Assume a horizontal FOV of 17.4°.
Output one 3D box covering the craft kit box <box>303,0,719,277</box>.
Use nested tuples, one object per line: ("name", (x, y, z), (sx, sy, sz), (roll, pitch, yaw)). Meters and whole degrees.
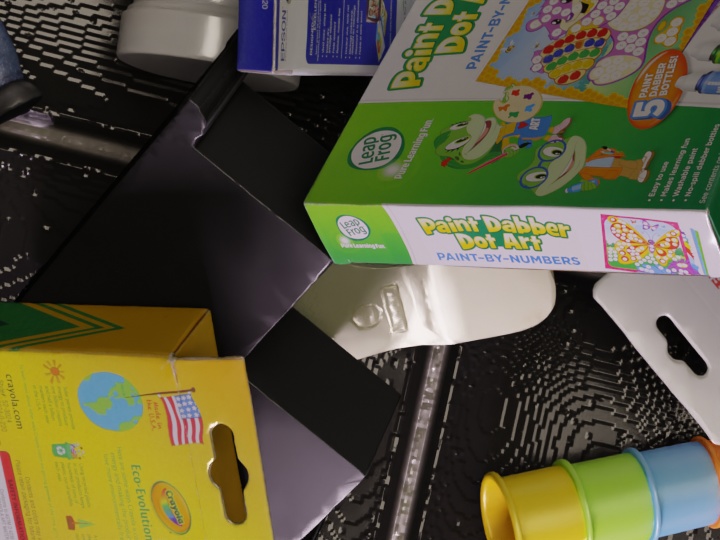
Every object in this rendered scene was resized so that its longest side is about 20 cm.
("craft kit box", (0.100, -0.084, 1.057), (0.049, 0.197, 0.200), (60, 44, -37))

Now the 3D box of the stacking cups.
("stacking cups", (0.167, 0.115, 1.255), (0.199, 0.060, 0.061), (-12, 91, -12))

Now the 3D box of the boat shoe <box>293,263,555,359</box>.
("boat shoe", (0.000, 0.002, 1.227), (0.200, 0.063, 0.074), (-5, 125, 0))

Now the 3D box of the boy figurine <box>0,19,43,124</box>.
("boy figurine", (-0.240, -0.155, 1.176), (0.124, 0.064, 0.201), (-30, 94, -11))

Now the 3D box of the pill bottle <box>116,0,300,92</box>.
("pill bottle", (-0.063, -0.197, 1.188), (0.115, 0.116, 0.201), (9, 87, -11))

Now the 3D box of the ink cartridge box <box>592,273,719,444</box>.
("ink cartridge box", (0.220, -0.011, 1.265), (0.200, 0.068, 0.115), (-41, 95, -10))

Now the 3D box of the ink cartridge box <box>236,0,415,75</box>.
("ink cartridge box", (-0.017, -0.141, 1.106), (0.039, 0.200, 0.100), (4, 95, 20))

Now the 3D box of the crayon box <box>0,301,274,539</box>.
("crayon box", (-0.131, 0.082, 1.111), (0.199, 0.051, 0.127), (2, 117, 19))

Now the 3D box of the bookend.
("bookend", (-0.049, 0.025, 1.143), (0.199, 0.092, 0.200), (38, 122, -7))
